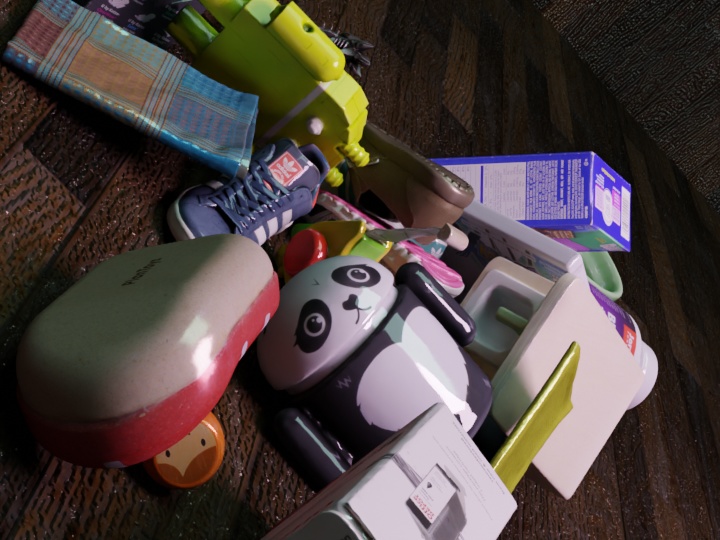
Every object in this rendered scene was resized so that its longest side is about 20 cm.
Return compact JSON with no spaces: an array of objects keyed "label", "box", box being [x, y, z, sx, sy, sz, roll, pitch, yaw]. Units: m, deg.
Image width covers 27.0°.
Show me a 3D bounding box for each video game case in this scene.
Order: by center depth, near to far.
[{"label":"video game case","box":[0.141,0.015,1.390,0.199,0.022,0.183,30,-27,40]}]

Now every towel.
[{"label":"towel","box":[0.104,0.145,1.070,0.018,0.200,0.087,29,-31,17]},{"label":"towel","box":[-0.169,-0.146,1.157,0.198,0.022,0.147,27,24,-13]}]

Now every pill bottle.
[{"label":"pill bottle","box":[0.226,0.071,1.578,0.199,0.111,0.112,34,25,-38]}]

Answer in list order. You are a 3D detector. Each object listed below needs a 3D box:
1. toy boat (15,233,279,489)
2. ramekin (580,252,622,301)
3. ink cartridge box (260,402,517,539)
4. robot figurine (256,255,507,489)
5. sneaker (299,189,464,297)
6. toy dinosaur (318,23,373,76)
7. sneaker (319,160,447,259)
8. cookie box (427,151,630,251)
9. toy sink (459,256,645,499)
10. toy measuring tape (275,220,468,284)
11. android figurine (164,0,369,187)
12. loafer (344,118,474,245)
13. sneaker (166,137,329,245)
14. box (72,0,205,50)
[{"label":"toy boat","box":[-0.114,0.066,0.872,0.200,0.129,0.132,-57,135,-70]},{"label":"ramekin","box":[0.197,-0.021,1.703,0.200,0.097,0.201,43,21,-20]},{"label":"ink cartridge box","box":[-0.008,0.169,0.841,0.083,0.146,0.200,53,21,3]},{"label":"robot figurine","box":[0.016,0.082,1.080,0.200,0.124,0.151,48,20,-10]},{"label":"sneaker","box":[0.000,0.000,1.280,0.073,0.088,0.199,23,10,-47]},{"label":"toy dinosaur","box":[-0.070,-0.210,1.473,0.134,0.102,0.202,13,56,-27]},{"label":"sneaker","box":[0.015,-0.067,1.392,0.070,0.093,0.201,22,34,-53]},{"label":"cookie box","box":[0.158,-0.064,1.515,0.171,0.197,0.076,20,71,-66]},{"label":"toy sink","box":[0.132,0.078,1.236,0.111,0.131,0.200,28,-11,36]},{"label":"toy measuring tape","box":[-0.001,-0.001,1.164,0.073,0.199,0.075,-1,91,-43]},{"label":"android figurine","box":[-0.073,-0.153,1.254,0.200,0.182,0.041,47,54,-10]},{"label":"loafer","box":[0.017,-0.085,1.302,0.076,0.068,0.200,28,6,-39]},{"label":"sneaker","box":[-0.081,-0.060,1.174,0.075,0.084,0.200,50,23,-3]},{"label":"box","box":[-0.158,-0.303,1.275,0.106,0.200,0.123,22,34,-52]}]
